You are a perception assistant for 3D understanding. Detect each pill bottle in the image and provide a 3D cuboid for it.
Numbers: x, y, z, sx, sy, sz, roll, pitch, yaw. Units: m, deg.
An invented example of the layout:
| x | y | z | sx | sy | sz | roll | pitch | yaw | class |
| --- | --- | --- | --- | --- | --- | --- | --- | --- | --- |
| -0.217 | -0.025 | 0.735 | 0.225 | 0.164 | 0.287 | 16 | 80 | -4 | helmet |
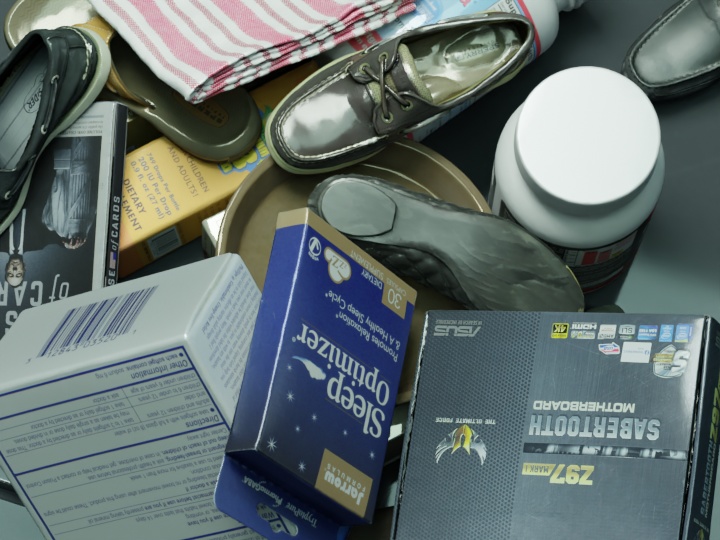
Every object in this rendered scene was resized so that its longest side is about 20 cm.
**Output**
| x | y | z | sx | sy | sz | roll | pitch | yaw | class |
| --- | --- | --- | --- | --- | --- | --- | --- | --- | --- |
| 0.147 | -0.060 | 1.538 | 0.115 | 0.200 | 0.116 | 0 | 75 | 0 | pill bottle |
| 0.070 | -0.179 | 1.618 | 0.200 | 0.109 | 0.109 | -36 | 78 | -9 | pill bottle |

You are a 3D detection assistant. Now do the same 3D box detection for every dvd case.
| x | y | z | sx | sy | sz | roll | pitch | yaw | class |
| --- | --- | --- | --- | --- | --- | --- | --- | --- | --- |
| -0.236 | -0.016 | 1.576 | 0.150 | 0.025 | 0.201 | 0 | 83 | 26 | dvd case |

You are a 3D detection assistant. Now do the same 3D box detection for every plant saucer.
| x | y | z | sx | sy | sz | roll | pitch | yaw | class |
| --- | --- | --- | --- | --- | --- | --- | --- | --- | --- |
| 0.000 | 0.000 | 1.521 | 0.199 | 0.029 | 0.201 | 3 | 70 | -8 | plant saucer |

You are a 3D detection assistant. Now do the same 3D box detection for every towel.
| x | y | z | sx | sy | sz | roll | pitch | yaw | class |
| --- | --- | --- | --- | --- | --- | --- | --- | --- | --- |
| -0.075 | -0.194 | 1.555 | 0.200 | 0.030 | 0.146 | -26 | 47 | -25 | towel |

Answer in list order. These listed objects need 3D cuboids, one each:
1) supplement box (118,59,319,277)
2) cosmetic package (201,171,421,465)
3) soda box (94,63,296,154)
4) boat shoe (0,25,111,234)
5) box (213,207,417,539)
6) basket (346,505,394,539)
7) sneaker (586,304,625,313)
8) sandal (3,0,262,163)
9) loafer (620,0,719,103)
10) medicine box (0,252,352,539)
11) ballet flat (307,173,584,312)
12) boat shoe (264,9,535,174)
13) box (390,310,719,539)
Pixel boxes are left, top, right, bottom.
| x | y | z | sx | sy | sz | roll | pitch | yaw | class |
| --- | --- | --- | --- | --- | --- | --- | --- | --- | --- |
| -0.104 | -0.073 | 1.613 | 0.200 | 0.069 | 0.067 | -28 | 76 | -8 | supplement box |
| -0.023 | 0.040 | 1.570 | 0.103 | 0.087 | 0.200 | -25 | 75 | -10 | cosmetic package |
| -0.117 | -0.159 | 1.637 | 0.200 | 0.064 | 0.068 | -29 | 76 | -7 | soda box |
| -0.253 | -0.088 | 1.542 | 0.199 | 0.066 | 0.075 | -46 | 68 | 16 | boat shoe |
| -0.025 | 0.077 | 1.412 | 0.032 | 0.121 | 0.201 | -8 | 59 | 38 | box |
| 0.075 | 0.217 | 1.503 | 0.199 | 0.136 | 0.181 | -3 | 68 | 4 | basket |
| 0.146 | 0.089 | 1.511 | 0.114 | 0.200 | 0.076 | -16 | 113 | -4 | sneaker |
| -0.158 | -0.145 | 1.573 | 0.200 | 0.054 | 0.080 | 31 | 77 | 9 | sandal |
| 0.276 | -0.193 | 1.639 | 0.200 | 0.070 | 0.068 | -33 | 77 | -8 | loafer |
| -0.125 | 0.114 | 1.462 | 0.182 | 0.103 | 0.200 | -15 | 116 | 28 | medicine box |
| 0.059 | -0.015 | 1.498 | 0.199 | 0.057 | 0.067 | 25 | 88 | -6 | ballet flat |
| 0.027 | -0.129 | 1.518 | 0.200 | 0.065 | 0.073 | -29 | 87 | -13 | boat shoe |
| 0.125 | 0.106 | 1.411 | 0.199 | 0.051 | 0.158 | 1 | 73 | 29 | box |
